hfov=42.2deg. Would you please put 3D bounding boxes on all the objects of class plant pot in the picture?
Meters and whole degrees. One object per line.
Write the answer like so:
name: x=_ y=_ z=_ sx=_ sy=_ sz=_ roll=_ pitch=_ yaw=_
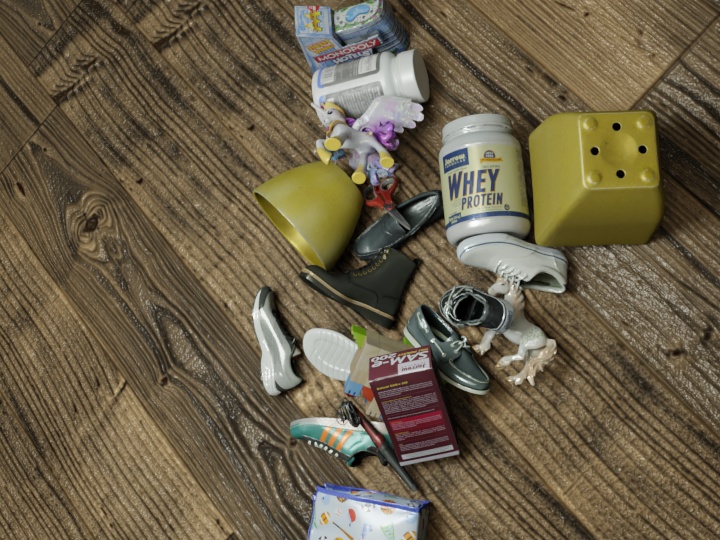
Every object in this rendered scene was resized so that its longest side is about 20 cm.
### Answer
plant pot: x=0.380 y=-0.159 z=1.458 sx=0.191 sy=0.200 sz=0.199 roll=-2 pitch=78 yaw=0
plant pot: x=-0.078 y=-0.115 z=1.688 sx=0.142 sy=0.200 sz=0.200 roll=-43 pitch=67 yaw=-8

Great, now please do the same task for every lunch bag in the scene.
lunch bag: x=0.007 y=0.459 z=1.573 sx=0.197 sy=0.124 sz=0.173 roll=5 pitch=83 yaw=15

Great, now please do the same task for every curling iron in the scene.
curling iron: x=0.028 y=0.299 z=1.586 sx=0.200 sy=0.050 sz=0.025 roll=49 pitch=134 yaw=-4

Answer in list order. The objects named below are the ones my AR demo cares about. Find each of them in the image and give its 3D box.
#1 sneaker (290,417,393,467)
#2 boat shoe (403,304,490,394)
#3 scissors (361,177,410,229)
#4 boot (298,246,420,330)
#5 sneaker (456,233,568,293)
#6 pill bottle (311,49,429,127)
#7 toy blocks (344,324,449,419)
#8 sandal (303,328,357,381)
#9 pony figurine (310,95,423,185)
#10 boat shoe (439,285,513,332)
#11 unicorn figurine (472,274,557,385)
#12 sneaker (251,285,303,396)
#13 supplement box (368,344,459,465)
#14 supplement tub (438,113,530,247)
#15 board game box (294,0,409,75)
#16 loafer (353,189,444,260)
sneaker: x=-0.036 y=0.304 z=1.645 sx=0.197 sy=0.071 sz=0.081 roll=0 pitch=76 yaw=21
boat shoe: x=0.150 y=0.131 z=1.570 sx=0.200 sy=0.072 sz=0.062 roll=43 pitch=121 yaw=38
scissors: x=0.044 y=-0.110 z=1.658 sx=0.072 sy=0.014 sz=0.201 roll=-22 pitch=34 yaw=7
boot: x=0.000 y=0.000 z=1.641 sx=0.077 sy=0.199 sz=0.140 roll=22 pitch=84 yaw=59
sneaker: x=0.255 y=-0.008 z=1.530 sx=0.197 sy=0.073 sz=0.072 roll=8 pitch=50 yaw=-13
pill bottle: x=0.020 y=-0.336 z=1.717 sx=0.197 sy=0.114 sz=0.116 roll=-10 pitch=77 yaw=20
toy blocks: x=0.052 y=0.194 z=1.598 sx=0.197 sy=0.100 sz=0.138 roll=20 pitch=113 yaw=-11
sandal: x=-0.010 y=0.161 z=1.677 sx=0.200 sy=0.050 sz=0.084 roll=21 pitch=103 yaw=12
pony figurine: x=0.005 y=-0.227 z=1.628 sx=0.190 sy=0.201 sz=0.168 roll=16 pitch=120 yaw=-16
boat shoe: x=0.173 y=0.063 z=1.550 sx=0.199 sy=0.067 sz=0.075 roll=26 pitch=101 yaw=65
unicorn figurine: x=0.252 y=0.097 z=1.566 sx=0.138 sy=0.074 sz=0.200 roll=-48 pitch=64 yaw=-1
sneaker: x=-0.152 y=0.127 z=1.733 sx=0.078 sy=0.074 sz=0.203 roll=-13 pitch=81 yaw=10
supplement box: x=0.089 y=0.224 z=1.535 sx=0.107 sy=0.202 sz=0.061 roll=-13 pitch=35 yaw=9
supplement tub: x=0.208 y=-0.149 z=1.587 sx=0.143 sy=0.145 sz=0.203 roll=-10 pitch=77 yaw=20
board game box: x=-0.032 y=-0.426 z=1.707 sx=0.197 sy=0.199 sz=0.063 roll=-11 pitch=75 yaw=20
loafer: x=0.067 y=-0.085 z=1.674 sx=0.199 sy=0.070 sz=0.069 roll=-31 pitch=71 yaw=15
